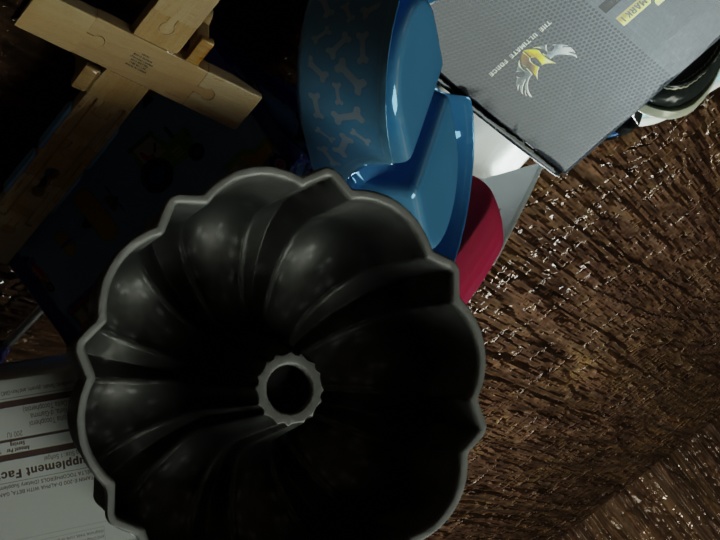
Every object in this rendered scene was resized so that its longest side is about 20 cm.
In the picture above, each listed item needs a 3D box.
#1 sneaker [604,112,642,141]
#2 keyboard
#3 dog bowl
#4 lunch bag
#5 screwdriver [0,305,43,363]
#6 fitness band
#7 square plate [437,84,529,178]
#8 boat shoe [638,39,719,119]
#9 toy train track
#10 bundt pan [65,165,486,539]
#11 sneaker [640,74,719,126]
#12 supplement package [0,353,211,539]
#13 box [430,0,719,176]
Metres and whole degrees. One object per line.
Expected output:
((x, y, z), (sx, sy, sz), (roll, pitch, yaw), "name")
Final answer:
((0.145, -0.133, 1.252), (0.200, 0.112, 0.073), (-24, 161, -33), "sneaker")
((0.070, -0.029, 1.289), (0.056, 0.011, 0.200), (-10, -163, 16), "keyboard")
((0.013, -0.072, 1.049), (0.200, 0.049, 0.112), (75, 28, -51), "dog bowl")
((-0.083, -0.034, 1.120), (0.150, 0.094, 0.200), (-41, 168, 9), "lunch bag")
((-0.190, 0.028, 1.200), (0.200, 0.029, 0.028), (-50, 160, 13), "screwdriver")
((0.000, 0.000, 1.184), (0.143, 0.038, 0.200), (-3, -154, 24), "fitness band")
((0.058, -0.084, 1.345), (0.200, 0.028, 0.198), (-21, 161, -38), "square plate")
((0.191, -0.172, 1.205), (0.200, 0.074, 0.066), (-60, 176, -37), "boat shoe")
((-0.123, -0.077, 0.982), (0.115, 0.033, 0.200), (25, 128, -26), "toy train track")
((-0.046, 0.054, 0.986), (0.202, 0.202, 0.076), (-29, -170, -22), "bundt pan")
((0.245, -0.167, 1.427), (0.200, 0.074, 0.082), (-39, 166, 6), "sneaker")
((-0.141, 0.099, 1.071), (0.200, 0.111, 0.156), (-7, 180, -38), "supplement package")
((0.120, -0.161, 1.096), (0.200, 0.051, 0.158), (-41, 127, 19), "box")
